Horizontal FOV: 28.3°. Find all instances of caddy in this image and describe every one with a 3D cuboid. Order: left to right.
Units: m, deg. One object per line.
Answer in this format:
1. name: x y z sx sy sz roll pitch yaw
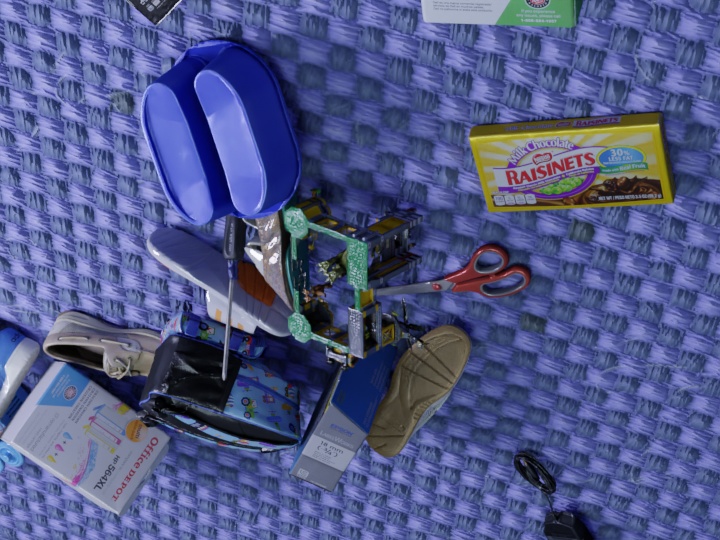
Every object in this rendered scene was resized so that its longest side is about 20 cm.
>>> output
1. caddy: -0.145 -0.144 1.523 0.141 0.105 0.200 -9 107 27

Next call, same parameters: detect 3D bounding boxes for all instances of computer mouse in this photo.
1. computer mouse: 0.254 0.306 1.856 0.059 0.034 0.200 0 128 44

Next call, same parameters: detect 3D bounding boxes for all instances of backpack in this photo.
1. backpack: -0.160 0.148 1.764 0.200 0.135 0.183 19 165 -10

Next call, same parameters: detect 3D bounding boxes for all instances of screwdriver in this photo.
1. screwdriver: -0.147 0.027 1.660 0.029 0.200 0.028 0 179 -11

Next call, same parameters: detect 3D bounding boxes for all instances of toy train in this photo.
1. toy train: -0.538 0.230 2.051 0.200 0.087 0.114 -23 111 38

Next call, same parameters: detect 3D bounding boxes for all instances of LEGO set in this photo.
1. LEGO set: 0.000 0.000 1.611 0.154 0.116 0.200 11 117 40

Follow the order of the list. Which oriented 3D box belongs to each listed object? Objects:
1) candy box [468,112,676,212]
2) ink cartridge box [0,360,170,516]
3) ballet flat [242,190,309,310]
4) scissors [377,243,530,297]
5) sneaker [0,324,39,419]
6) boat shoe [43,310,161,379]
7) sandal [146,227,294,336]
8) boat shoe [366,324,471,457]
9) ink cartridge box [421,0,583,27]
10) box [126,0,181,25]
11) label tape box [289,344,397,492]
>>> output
1. candy box: 0.218 -0.110 1.478 0.200 0.026 0.102 -2 127 23
2. ink cartridge box: -0.359 0.230 1.917 0.200 0.129 0.125 37 165 -15
3. ballet flat: -0.101 -0.044 1.640 0.067 0.068 0.200 8 124 20
4. scissors: 0.103 0.021 1.652 0.200 0.014 0.073 -22 122 34
5. sneaker: -0.529 0.159 1.923 0.111 0.200 0.077 30 179 0
6. boat shoe: -0.314 0.112 1.862 0.200 0.065 0.072 17 135 5
7. sandal: -0.168 0.021 1.716 0.206 0.079 0.059 32 131 2
8. boat shoe: 0.076 0.138 1.740 0.071 0.069 0.200 40 117 11
9. ink cartridge box: 0.124 -0.324 1.270 0.146 0.084 0.200 6 133 16
10. box: -0.200 -0.354 1.394 0.160 0.049 0.200 41 133 -15
11. label tape box: -0.010 0.154 1.728 0.063 0.144 0.200 25 136 -3
